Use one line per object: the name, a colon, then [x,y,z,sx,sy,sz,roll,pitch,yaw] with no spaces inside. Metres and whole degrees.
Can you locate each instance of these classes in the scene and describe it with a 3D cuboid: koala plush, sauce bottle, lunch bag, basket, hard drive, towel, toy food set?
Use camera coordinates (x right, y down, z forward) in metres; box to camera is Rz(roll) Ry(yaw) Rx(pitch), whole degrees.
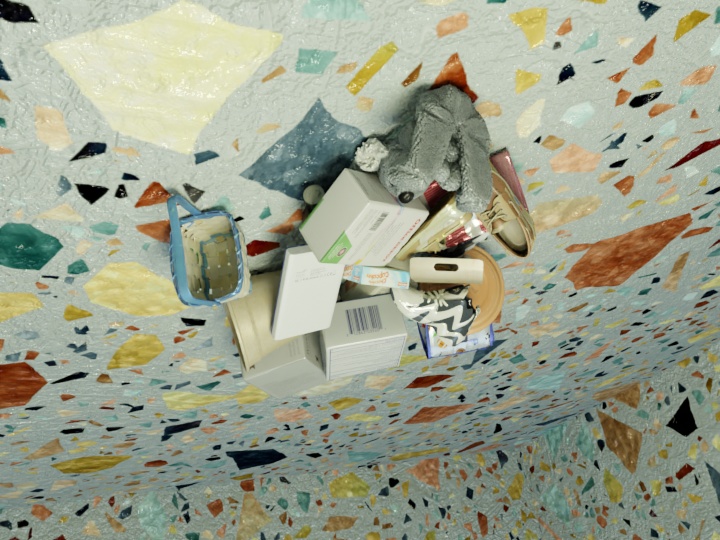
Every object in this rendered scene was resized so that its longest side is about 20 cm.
koala plush: [0.098,-0.182,1.056,0.173,0.190,0.198,15,163,-28]
sauce bottle: [-0.077,-0.085,1.214,0.064,0.068,0.201,-11,153,-5]
lunch bag: [0.212,0.093,1.508,0.165,0.206,0.124,-9,166,-5]
basket: [-0.271,-0.019,1.125,0.135,0.182,0.200,-13,164,7]
hard drive: [-0.099,0.038,1.246,0.129,0.025,0.204,-11,132,-33]
towel: [0.212,-0.129,1.239,0.195,0.023,0.146,-21,119,17]
toy food set: [0.177,-0.008,1.306,0.139,0.063,0.200,2,176,10]

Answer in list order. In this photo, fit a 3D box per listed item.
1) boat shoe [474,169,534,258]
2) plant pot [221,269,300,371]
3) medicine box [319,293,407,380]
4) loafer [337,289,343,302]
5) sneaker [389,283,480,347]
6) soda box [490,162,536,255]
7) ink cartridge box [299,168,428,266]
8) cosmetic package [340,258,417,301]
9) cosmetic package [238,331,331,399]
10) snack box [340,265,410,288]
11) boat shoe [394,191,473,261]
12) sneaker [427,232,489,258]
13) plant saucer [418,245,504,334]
boat shoe: [0.238,-0.100,1.114,0.075,0.073,0.199,-37,113,29]
plant pot: [-0.187,0.083,1.361,0.179,0.204,0.202,-18,154,-16]
medicine box: [0.000,0.151,1.448,0.176,0.106,0.202,-9,153,-8]
loafer: [-0.074,0.044,1.442,0.071,0.073,0.200,-9,171,-9]
sneaker: [0.166,0.057,1.349,0.198,0.080,0.130,39,115,-5]
soda box: [0.241,-0.129,1.181,0.063,0.069,0.200,-30,116,27]
ink cartridge box: [0.010,-0.088,1.154,0.145,0.085,0.198,-48,153,25]
cosmetic package: [0.032,0.044,1.474,0.101,0.089,0.200,7,147,-32]
cosmetic package: [-0.180,0.185,1.548,0.161,0.169,0.200,-19,153,10]
snack box: [0.000,0.000,1.314,0.113,0.038,0.198,6,-175,-32]
boat shoe: [0.135,-0.068,1.230,0.066,0.075,0.200,37,138,-10]
sneaker: [0.191,-0.084,1.325,0.111,0.077,0.201,-2,152,-27]
plant saucer: [0.225,0.040,1.436,0.194,0.207,0.032,-11,174,-4]
